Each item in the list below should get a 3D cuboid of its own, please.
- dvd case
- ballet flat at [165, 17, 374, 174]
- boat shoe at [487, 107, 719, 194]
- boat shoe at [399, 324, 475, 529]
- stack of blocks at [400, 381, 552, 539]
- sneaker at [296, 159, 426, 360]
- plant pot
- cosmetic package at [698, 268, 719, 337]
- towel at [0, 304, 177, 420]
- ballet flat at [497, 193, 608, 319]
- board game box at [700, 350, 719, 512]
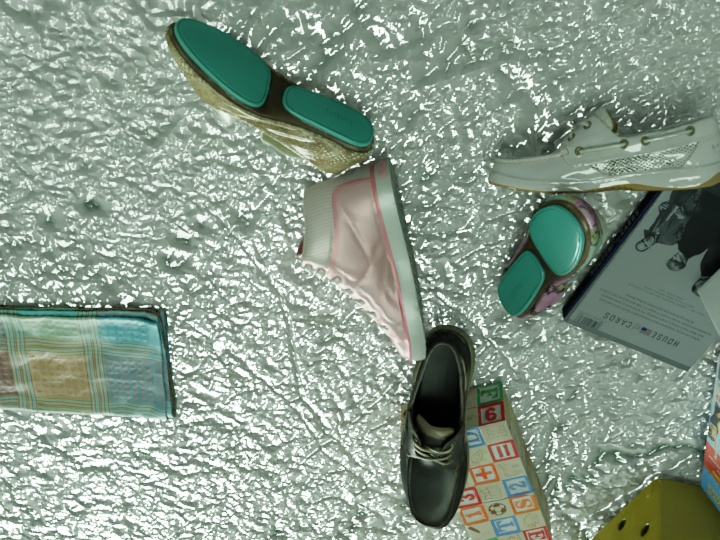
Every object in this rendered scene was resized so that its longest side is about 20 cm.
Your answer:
[{"bbox_3d":[0.304,-0.002,1.036,0.149,0.025,0.201,22,125,-14],"label":"dvd case"},{"bbox_3d":[-0.083,-0.137,0.927,0.198,0.071,0.065,30,138,-15],"label":"ballet flat"},{"bbox_3d":[0.207,-0.104,0.943,0.197,0.071,0.070,-2,102,14],"label":"boat shoe"},{"bbox_3d":[0.070,0.156,1.080,0.073,0.073,0.203,3,92,14],"label":"boat shoe"},{"bbox_3d":[0.127,0.222,1.192,0.114,0.059,0.201,-15,125,14],"label":"stack of blocks"},{"bbox_3d":[0.000,0.000,1.018,0.103,0.076,0.202,-12,119,6],"label":"sneaker"},{"bbox_3d":[0.357,0.351,1.208,0.175,0.201,0.201,32,124,-6],"label":"plant pot"},{"bbox_3d":[0.448,0.021,0.967,0.197,0.124,0.201,20,125,-26],"label":"cosmetic package"},{"bbox_3d":[-0.293,0.097,1.140,0.197,0.022,0.148,2,127,2],"label":"towel"},{"bbox_3d":[0.180,-0.019,0.980,0.070,0.070,0.201,-23,160,-20],"label":"ballet flat"},{"bbox_3d":[0.417,0.206,1.077,0.055,0.201,0.198,-15,129,-10],"label":"board game box"}]
